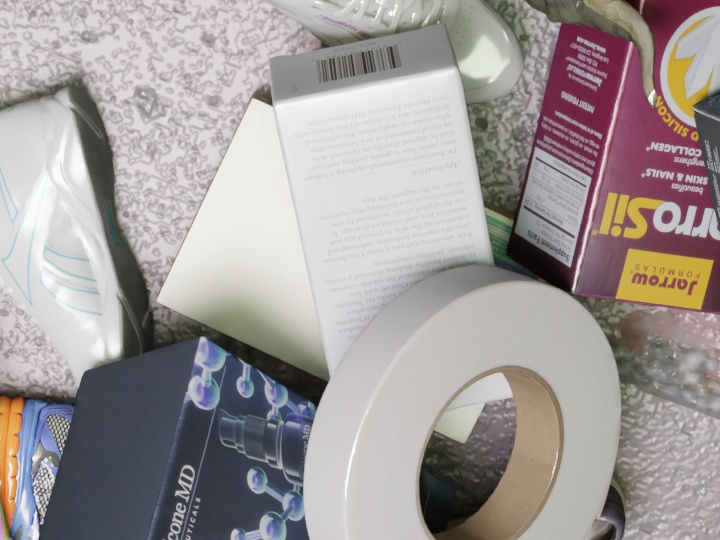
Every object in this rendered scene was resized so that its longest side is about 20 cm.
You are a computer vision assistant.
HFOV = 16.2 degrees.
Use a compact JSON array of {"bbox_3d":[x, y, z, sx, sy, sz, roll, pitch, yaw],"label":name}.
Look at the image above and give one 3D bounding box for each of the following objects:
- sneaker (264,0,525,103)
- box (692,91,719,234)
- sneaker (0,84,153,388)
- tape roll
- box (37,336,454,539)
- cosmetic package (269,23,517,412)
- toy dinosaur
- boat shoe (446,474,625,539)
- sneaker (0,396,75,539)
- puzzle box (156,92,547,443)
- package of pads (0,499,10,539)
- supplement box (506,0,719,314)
[{"bbox_3d":[-0.002,-0.145,1.374,0.200,0.100,0.075,27,95,-7],"label":"sneaker"},{"bbox_3d":[0.275,-0.028,1.377,0.160,0.044,0.200,-27,118,-19],"label":"box"},{"bbox_3d":[-0.169,0.000,1.427,0.080,0.070,0.200,-13,95,9],"label":"sneaker"},{"bbox_3d":[0.058,0.097,1.340,0.203,0.037,0.203,-14,112,-38],"label":"tape roll"},{"bbox_3d":[-0.063,0.151,1.365,0.200,0.107,0.148,33,57,-33],"label":"box"},{"bbox_3d":[0.018,-0.023,1.368,0.101,0.071,0.200,-10,116,1],"label":"cosmetic package"},{"bbox_3d":[0.110,-0.161,1.330,0.047,0.200,0.088,-16,119,-19],"label":"toy dinosaur"},{"bbox_3d":[0.067,0.182,1.463,0.200,0.065,0.072,-31,102,7],"label":"boat shoe"},{"bbox_3d":[-0.167,0.169,1.457,0.078,0.075,0.200,-6,104,-2],"label":"sneaker"},{"bbox_3d":[0.000,0.000,1.444,0.200,0.025,0.133,26,101,-6],"label":"puzzle box"},{"bbox_3d":[-0.283,0.085,1.407,0.154,0.068,0.200,-3,105,34],"label":"package of pads"},{"bbox_3d":[0.166,-0.085,1.380,0.110,0.086,0.200,7,103,-24],"label":"supplement box"}]
